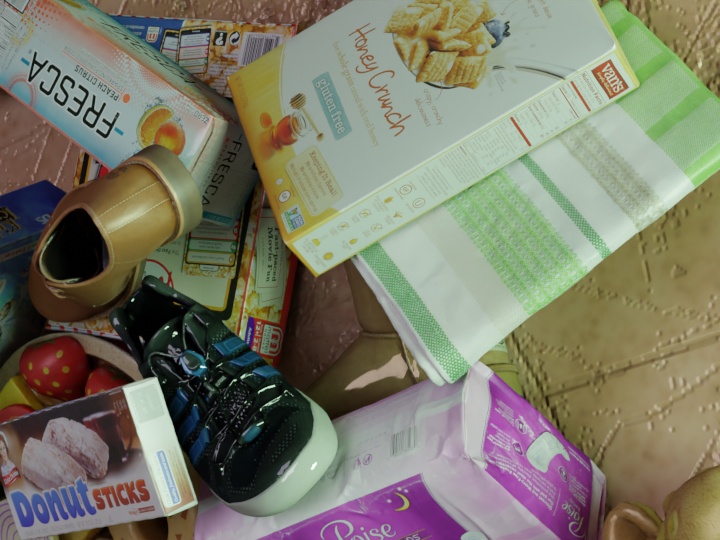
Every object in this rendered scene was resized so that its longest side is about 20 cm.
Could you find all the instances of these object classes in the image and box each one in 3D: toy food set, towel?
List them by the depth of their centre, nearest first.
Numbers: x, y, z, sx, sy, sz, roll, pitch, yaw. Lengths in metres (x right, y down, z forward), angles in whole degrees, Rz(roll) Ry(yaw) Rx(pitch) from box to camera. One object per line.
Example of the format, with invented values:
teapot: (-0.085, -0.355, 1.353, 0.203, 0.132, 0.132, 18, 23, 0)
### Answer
towel: (0.091, -0.041, 1.112, 0.200, 0.031, 0.149, -37, 42, 3)
toy food set: (-0.167, 0.137, 1.309, 0.200, 0.049, 0.198, 50, 126, 16)

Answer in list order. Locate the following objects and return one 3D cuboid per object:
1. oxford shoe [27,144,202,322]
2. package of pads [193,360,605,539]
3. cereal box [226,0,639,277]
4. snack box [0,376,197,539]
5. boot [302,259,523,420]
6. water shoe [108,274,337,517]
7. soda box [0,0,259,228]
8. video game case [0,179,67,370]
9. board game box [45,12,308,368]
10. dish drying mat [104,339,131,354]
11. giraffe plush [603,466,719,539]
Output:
oxford shoe: (-0.160, -0.011, 1.217, 0.071, 0.071, 0.200, 55, 150, 4)
package of pads: (0.018, 0.131, 1.144, 0.200, 0.121, 0.076, -26, 36, 34)
cereal box: (0.034, -0.101, 1.151, 0.200, 0.040, 0.144, -31, 45, 9)
snack box: (-0.154, 0.108, 1.208, 0.200, 0.024, 0.072, -19, 91, 58)
boot: (0.000, 0.000, 1.220, 0.175, 0.066, 0.200, -20, 72, 22)
water shoe: (-0.083, 0.066, 1.148, 0.072, 0.079, 0.200, -48, 31, -3)
soda box: (-0.144, -0.103, 1.267, 0.200, 0.068, 0.064, 37, 104, 32)
video game case: (-0.257, 0.048, 1.313, 0.045, 0.200, 0.181, 33, 113, 13)
board game box: (-0.104, -0.051, 1.301, 0.151, 0.046, 0.200, 8, 86, 34)
dish drying mat: (-0.120, 0.054, 1.331, 0.077, 0.018, 0.200, -52, 56, 19)
giraffe plush: (0.193, 0.157, 1.001, 0.200, 0.172, 0.162, 113, 150, -58)
